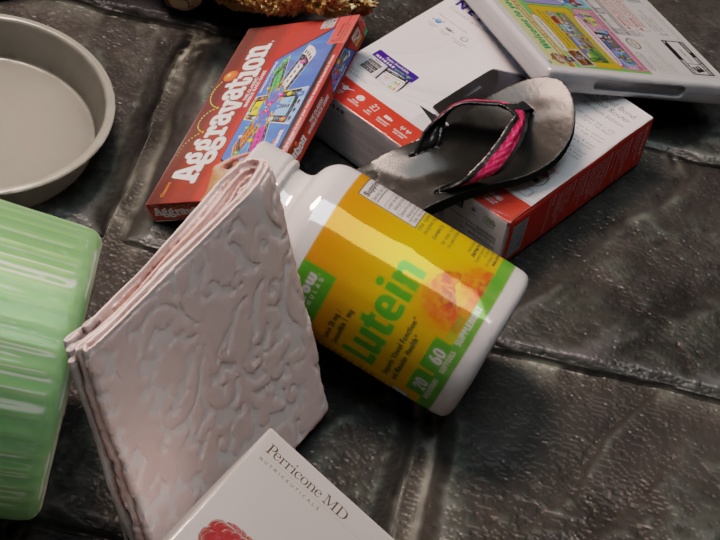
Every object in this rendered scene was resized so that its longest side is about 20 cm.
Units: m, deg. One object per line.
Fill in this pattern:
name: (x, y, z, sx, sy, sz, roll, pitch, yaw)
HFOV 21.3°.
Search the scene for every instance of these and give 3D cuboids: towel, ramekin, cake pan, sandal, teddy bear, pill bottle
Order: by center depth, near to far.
ramekin: (-0.219, 0.053, 1.141, 0.097, 0.200, 0.200, 13, 45, -7)
towel: (-0.093, 0.063, 1.154, 0.032, 0.200, 0.191, 15, 44, 31)
pill bottle: (0.000, 0.000, 1.262, 0.200, 0.111, 0.111, 31, 48, 3)
sandal: (0.075, -0.087, 1.360, 0.200, 0.045, 0.075, -28, 58, -21)
cake pan: (-0.280, -0.112, 1.395, 0.200, 0.037, 0.201, 5, 45, -5)
teddy bear: (-0.084, -0.225, 1.504, 0.200, 0.067, 0.145, 10, 19, 5)

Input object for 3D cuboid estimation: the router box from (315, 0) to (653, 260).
router box: (0.089, -0.113, 1.457, 0.200, 0.049, 0.179, 36, 51, 23)

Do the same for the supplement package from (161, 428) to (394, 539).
supplement package: (-0.082, 0.208, 1.044, 0.121, 0.120, 0.200, 41, 50, 2)

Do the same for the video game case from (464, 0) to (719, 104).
video game case: (0.173, -0.198, 1.528, 0.182, 0.022, 0.200, 1, 37, -31)

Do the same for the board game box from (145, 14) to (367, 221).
board game box: (-0.074, -0.113, 1.402, 0.103, 0.019, 0.200, -4, 43, 31)
